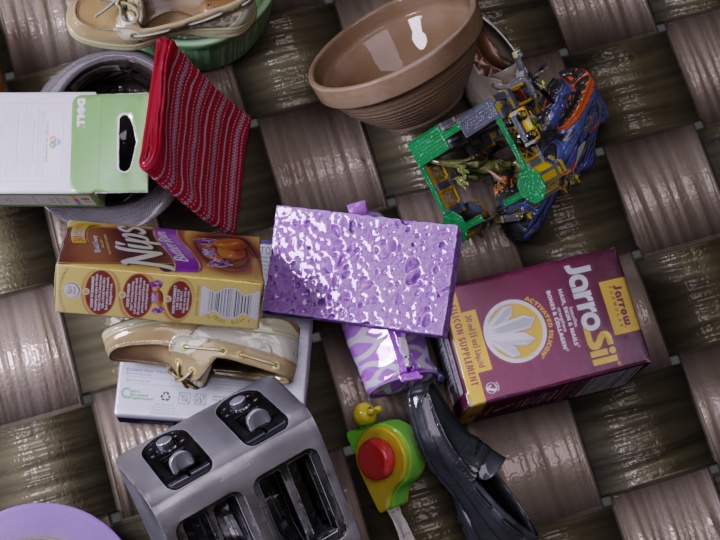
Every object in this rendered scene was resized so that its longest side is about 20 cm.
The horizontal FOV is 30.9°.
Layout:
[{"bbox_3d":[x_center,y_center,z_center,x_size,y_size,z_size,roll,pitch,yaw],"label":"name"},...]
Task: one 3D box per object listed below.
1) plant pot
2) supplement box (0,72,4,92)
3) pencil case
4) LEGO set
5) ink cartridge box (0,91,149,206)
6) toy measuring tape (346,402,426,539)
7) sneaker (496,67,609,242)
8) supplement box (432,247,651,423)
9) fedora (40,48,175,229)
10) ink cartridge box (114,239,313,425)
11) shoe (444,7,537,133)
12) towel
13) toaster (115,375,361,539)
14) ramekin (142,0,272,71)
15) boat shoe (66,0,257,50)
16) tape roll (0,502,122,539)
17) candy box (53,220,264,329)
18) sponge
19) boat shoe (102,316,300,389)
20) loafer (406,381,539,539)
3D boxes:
[{"bbox_3d":[0.050,-0.217,1.420,0.200,0.201,0.093,-38,121,-14],"label":"plant pot"},{"bbox_3d":[-0.486,-0.193,1.398,0.198,0.074,0.127,-14,75,-8],"label":"supplement box"},{"bbox_3d":[0.016,0.036,1.368,0.083,0.086,0.202,-18,75,-8],"label":"pencil case"},{"bbox_3d":[0.155,-0.126,1.380,0.115,0.200,0.154,-28,82,-37],"label":"LEGO set"},{"bbox_3d":[-0.305,-0.121,1.308,0.198,0.059,0.105,0,80,1],"label":"ink cartridge box"},{"bbox_3d":[0.048,0.221,1.320,0.073,0.074,0.201,-24,75,-11],"label":"toy measuring tape"},{"bbox_3d":[0.220,-0.118,1.436,0.078,0.075,0.201,30,87,-37],"label":"sneaker"},{"bbox_3d":[0.182,0.070,1.362,0.198,0.103,0.132,-13,74,-9],"label":"supplement box"},{"bbox_3d":[-0.261,-0.132,1.390,0.175,0.090,0.202,6,80,-2],"label":"fedora"},{"bbox_3d":[-0.149,0.065,1.368,0.197,0.041,0.202,5,73,-3],"label":"ink cartridge box"},{"bbox_3d":[0.142,-0.232,1.472,0.070,0.053,0.201,-29,78,-12],"label":"shoe"},{"bbox_3d":[-0.166,-0.134,1.348,0.022,0.200,0.146,-1,71,21],"label":"towel"},{"bbox_3d":[-0.114,0.232,1.250,0.180,0.118,0.202,-26,111,-18],"label":"toaster"},{"bbox_3d":[-0.187,-0.320,1.448,0.198,0.098,0.202,1,74,-5],"label":"ramekin"},{"bbox_3d":[-0.206,-0.276,1.348,0.198,0.063,0.074,-8,76,-7],"label":"boat shoe"},{"bbox_3d":[-0.305,0.329,1.256,0.198,0.085,0.202,1,73,-4],"label":"tape roll"},{"bbox_3d":[-0.197,0.003,1.290,0.198,0.117,0.057,4,113,-9],"label":"candy box"},{"bbox_3d":[0.000,0.000,1.320,0.198,0.030,0.113,7,83,19],"label":"sponge"},{"bbox_3d":[-0.158,0.083,1.302,0.198,0.074,0.067,-1,68,-5],"label":"boat shoe"},{"bbox_3d":[0.113,0.197,1.313,0.070,0.068,0.202,-26,96,23],"label":"loafer"}]
